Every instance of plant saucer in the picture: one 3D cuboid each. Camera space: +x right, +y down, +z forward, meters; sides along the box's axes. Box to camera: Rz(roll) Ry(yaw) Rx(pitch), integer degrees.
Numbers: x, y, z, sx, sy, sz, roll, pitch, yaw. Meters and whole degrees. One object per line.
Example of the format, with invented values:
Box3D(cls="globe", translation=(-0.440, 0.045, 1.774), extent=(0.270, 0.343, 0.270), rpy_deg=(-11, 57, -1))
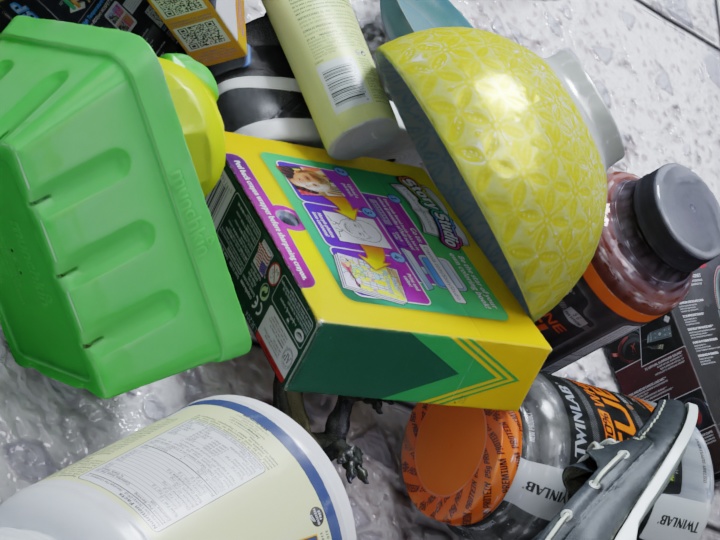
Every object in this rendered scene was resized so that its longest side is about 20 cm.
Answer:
Box3D(cls="plant saucer", translation=(0.076, -0.142, 1.419), extent=(0.200, 0.027, 0.201), rpy_deg=(45, 19, -20))

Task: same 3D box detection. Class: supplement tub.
Box3D(cls="supplement tub", translation=(0.131, 0.134, 1.281), extent=(0.199, 0.122, 0.123), rpy_deg=(16, 56, -39))
Box3D(cls="supplement tub", translation=(0.156, 0.000, 1.326), extent=(0.107, 0.200, 0.108), rpy_deg=(24, 51, -32))
Box3D(cls="supplement tub", translation=(-0.112, 0.162, 1.005), extent=(0.200, 0.145, 0.146), rpy_deg=(-26, 86, -49))

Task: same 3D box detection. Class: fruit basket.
Box3D(cls="fruit basket", translation=(-0.128, -0.055, 1.089), extent=(0.215, 0.155, 0.217), rpy_deg=(-14, 110, -42))

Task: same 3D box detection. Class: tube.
Box3D(cls="tube", translation=(-0.032, -0.170, 1.272), extent=(0.058, 0.052, 0.201), rpy_deg=(28, 37, -65))

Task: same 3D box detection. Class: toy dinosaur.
Box3D(cls="toy dinosaur", translation=(-0.028, 0.108, 1.164), extent=(0.047, 0.088, 0.201), rpy_deg=(34, 46, -39))

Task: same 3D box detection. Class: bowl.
Box3D(cls="bowl", translation=(0.103, -0.079, 1.220), extent=(0.201, 0.107, 0.200), rpy_deg=(60, -2, 4))

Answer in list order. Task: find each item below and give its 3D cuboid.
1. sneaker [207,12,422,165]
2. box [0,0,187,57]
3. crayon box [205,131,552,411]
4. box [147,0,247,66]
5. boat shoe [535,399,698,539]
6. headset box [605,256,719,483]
Box3D(cls="sneaker", translation=(-0.022, -0.130, 1.325), extent=(0.199, 0.073, 0.113), rpy_deg=(-2, 69, -45))
Box3D(cls="box", translation=(-0.166, -0.206, 1.248), extent=(0.159, 0.046, 0.201), rpy_deg=(43, 43, -17))
Box3D(cls="crayon box", translation=(0.000, 0.000, 1.202), extent=(0.172, 0.059, 0.200), rpy_deg=(9, 32, -33))
Box3D(cls="box", translation=(-0.122, -0.226, 1.166), extent=(0.200, 0.041, 0.120), rpy_deg=(56, 25, -60))
Box3D(cls="boat shoe", translation=(0.151, 0.137, 1.172), extent=(0.060, 0.076, 0.200), rpy_deg=(29, 40, 9))
Box3D(cls="headset box", translation=(0.267, 0.062, 1.494), extent=(0.148, 0.075, 0.201), rpy_deg=(-4, 70, -45))
